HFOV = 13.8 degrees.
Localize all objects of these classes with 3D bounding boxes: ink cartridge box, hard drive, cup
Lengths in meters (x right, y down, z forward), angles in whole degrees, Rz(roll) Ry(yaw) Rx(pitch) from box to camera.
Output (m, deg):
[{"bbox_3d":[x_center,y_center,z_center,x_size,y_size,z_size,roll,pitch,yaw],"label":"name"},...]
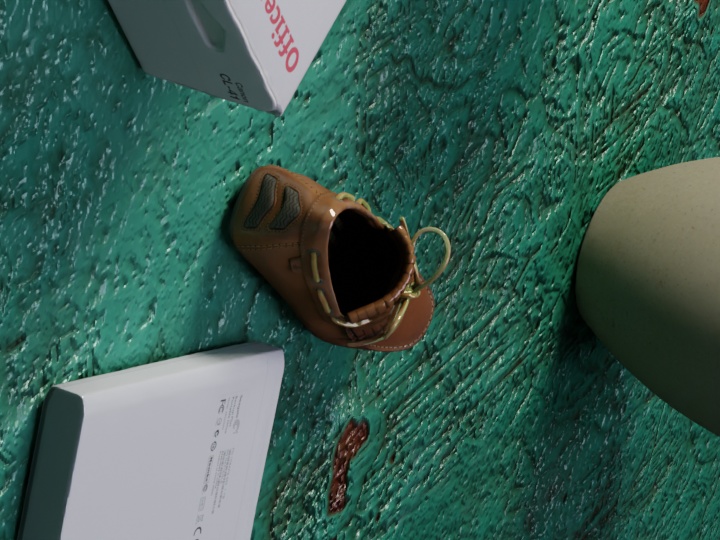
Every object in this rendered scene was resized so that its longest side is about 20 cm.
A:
[{"bbox_3d":[-0.044,-0.200,1.402,0.201,0.085,0.148,-60,152,-22],"label":"ink cartridge box"},{"bbox_3d":[-0.109,0.112,1.532,0.200,0.027,0.133,-11,116,-62],"label":"hard drive"},{"bbox_3d":[0.230,0.006,2.007,0.200,0.143,0.201,-41,139,-48],"label":"cup"}]

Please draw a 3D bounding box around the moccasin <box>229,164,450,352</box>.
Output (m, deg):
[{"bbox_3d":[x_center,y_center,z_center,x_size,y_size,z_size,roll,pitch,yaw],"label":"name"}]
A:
[{"bbox_3d":[0.001,-0.002,1.620,0.074,0.077,0.201,-65,153,-15],"label":"moccasin"}]
